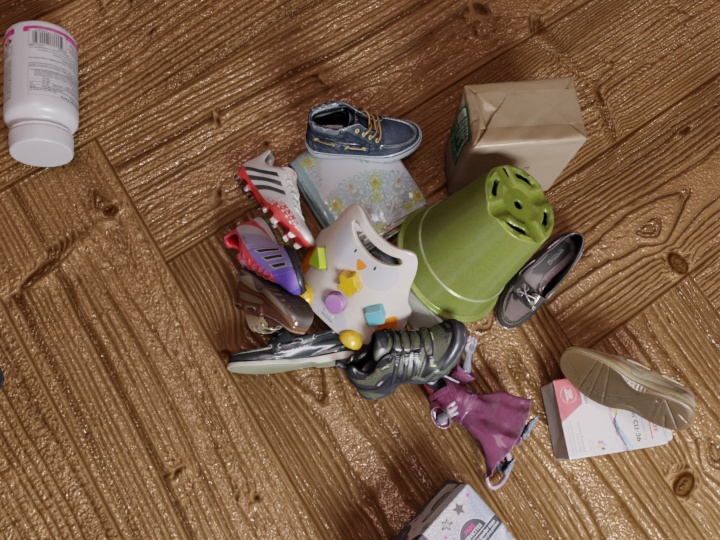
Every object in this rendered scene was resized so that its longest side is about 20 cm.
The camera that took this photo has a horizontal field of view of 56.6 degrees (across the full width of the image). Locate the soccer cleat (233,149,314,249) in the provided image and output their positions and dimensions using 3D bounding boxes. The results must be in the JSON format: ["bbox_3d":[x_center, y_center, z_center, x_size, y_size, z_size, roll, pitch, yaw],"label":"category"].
[{"bbox_3d":[-0.123,-0.116,1.064,0.085,0.069,0.200,-39,60,-8],"label":"soccer cleat"}]

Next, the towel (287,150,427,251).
[{"bbox_3d":[-0.003,-0.136,1.110,0.169,0.048,0.203,-30,79,-14],"label":"towel"}]

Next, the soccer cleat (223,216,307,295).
[{"bbox_3d":[-0.144,-0.015,1.011,0.072,0.070,0.200,-22,39,-20],"label":"soccer cleat"}]

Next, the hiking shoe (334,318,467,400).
[{"bbox_3d":[0.062,0.123,0.980,0.197,0.101,0.077,-30,47,14],"label":"hiking shoe"}]

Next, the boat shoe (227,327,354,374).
[{"bbox_3d":[-0.107,0.116,1.021,0.193,0.075,0.068,-6,73,-6],"label":"boat shoe"}]

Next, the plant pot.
[{"bbox_3d":[0.181,-0.054,0.991,0.195,0.190,0.205,13,58,-22],"label":"plant pot"}]

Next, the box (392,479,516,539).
[{"bbox_3d":[0.105,0.405,0.928,0.115,0.132,0.200,45,76,7],"label":"box"}]

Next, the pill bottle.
[{"bbox_3d":[-0.513,-0.281,1.076,0.110,0.114,0.206,-5,75,-5],"label":"pill bottle"}]

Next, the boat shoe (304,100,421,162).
[{"bbox_3d":[0.009,-0.222,1.064,0.194,0.091,0.073,-5,74,-8],"label":"boat shoe"}]

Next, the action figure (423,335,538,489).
[{"bbox_3d":[0.165,0.206,1.018,0.197,0.151,0.134,29,54,24],"label":"action figure"}]

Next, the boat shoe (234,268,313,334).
[{"bbox_3d":[-0.132,0.060,0.994,0.074,0.199,0.074,20,95,-33],"label":"boat shoe"}]

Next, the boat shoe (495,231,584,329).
[{"bbox_3d":[0.291,0.010,1.085,0.067,0.057,0.200,42,76,8],"label":"boat shoe"}]

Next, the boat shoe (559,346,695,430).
[{"bbox_3d":[0.390,0.163,0.984,0.196,0.073,0.065,27,38,15],"label":"boat shoe"}]

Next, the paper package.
[{"bbox_3d":[0.236,-0.203,1.065,0.185,0.200,0.107,-6,74,-5],"label":"paper package"}]

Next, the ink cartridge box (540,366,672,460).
[{"bbox_3d":[0.391,0.217,1.031,0.194,0.068,0.120,-8,74,-6],"label":"ink cartridge box"}]

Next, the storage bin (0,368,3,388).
[{"bbox_3d":[-0.644,0.147,0.965,0.196,0.094,0.138,-24,78,-11],"label":"storage bin"}]

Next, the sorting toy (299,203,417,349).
[{"bbox_3d":[0.000,0.000,0.993,0.199,0.182,0.107,41,41,9],"label":"sorting toy"}]

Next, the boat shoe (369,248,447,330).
[{"bbox_3d":[0.089,0.037,1.056,0.200,0.073,0.062,44,59,5],"label":"boat shoe"}]
